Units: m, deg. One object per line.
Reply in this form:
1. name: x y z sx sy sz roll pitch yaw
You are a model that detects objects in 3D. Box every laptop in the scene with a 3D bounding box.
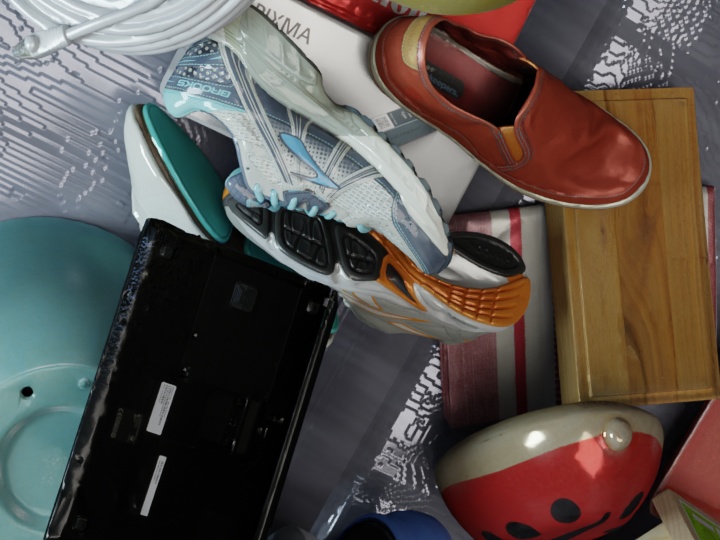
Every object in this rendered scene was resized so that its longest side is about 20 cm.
1. laptop: -0.087 0.081 1.033 0.199 0.103 0.179 21 83 -35

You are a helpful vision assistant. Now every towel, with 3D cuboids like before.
1. towel: 0.146 0.022 1.223 0.198 0.023 0.146 -8 107 -15

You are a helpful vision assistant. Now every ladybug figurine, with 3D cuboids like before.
1. ladybug figurine: 0.122 0.135 1.160 0.134 0.200 0.073 -2 72 -18

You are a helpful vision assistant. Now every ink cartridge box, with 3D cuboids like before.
1. ink cartridge box: 0.003 -0.142 1.120 0.199 0.045 0.177 24 101 -21

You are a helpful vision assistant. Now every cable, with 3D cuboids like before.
1. cable: -0.122 -0.220 1.006 0.198 0.069 0.202 -3 91 14

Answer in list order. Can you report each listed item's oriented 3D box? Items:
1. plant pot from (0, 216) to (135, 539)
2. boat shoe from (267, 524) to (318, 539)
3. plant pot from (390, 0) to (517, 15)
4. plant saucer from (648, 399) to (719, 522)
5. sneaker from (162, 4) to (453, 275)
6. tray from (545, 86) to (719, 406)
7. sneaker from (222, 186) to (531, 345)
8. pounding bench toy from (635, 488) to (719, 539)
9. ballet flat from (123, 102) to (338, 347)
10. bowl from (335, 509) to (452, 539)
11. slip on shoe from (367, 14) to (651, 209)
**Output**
1. plant pot: -0.183 0.087 1.079 0.199 0.161 0.203 -5 109 -14
2. boat shoe: -0.039 0.209 1.138 0.068 0.199 0.074 25 69 -10
3. plant pot: 0.069 -0.258 1.009 0.198 0.142 0.202 3 81 -19
4. plant saucer: 0.318 0.112 1.284 0.198 0.037 0.201 25 99 -24
5. sneaker: -0.031 -0.061 1.063 0.200 0.078 0.086 44 88 -4
6. tray: 0.172 -0.014 1.171 0.098 0.037 0.202 -3 86 -14
7. sneaker: 0.000 0.000 1.130 0.199 0.092 0.076 25 60 -12
8. pounding bench toy: 0.209 0.265 1.236 0.155 0.125 0.200 -35 144 16
9. ballet flat: -0.095 -0.013 1.129 0.069 0.069 0.200 -41 113 0
10. bowl: 0.006 0.251 1.159 0.039 0.201 0.202 14 103 -20
11. slip on shoe: 0.098 -0.095 1.103 0.199 0.061 0.075 28 75 -21
